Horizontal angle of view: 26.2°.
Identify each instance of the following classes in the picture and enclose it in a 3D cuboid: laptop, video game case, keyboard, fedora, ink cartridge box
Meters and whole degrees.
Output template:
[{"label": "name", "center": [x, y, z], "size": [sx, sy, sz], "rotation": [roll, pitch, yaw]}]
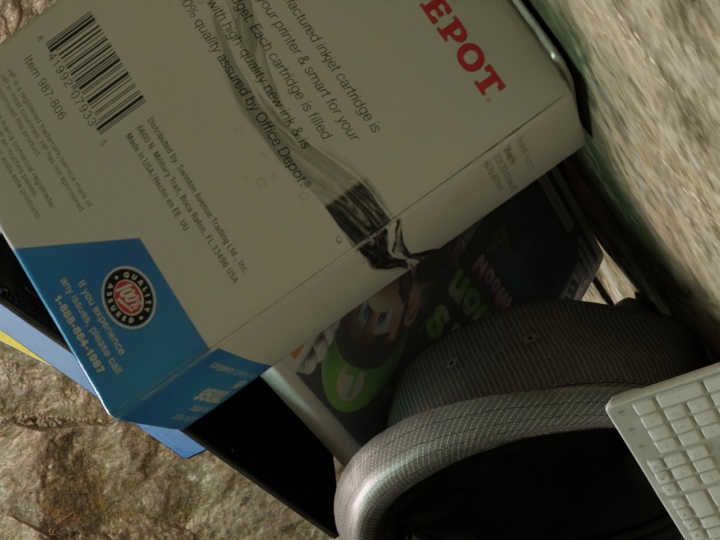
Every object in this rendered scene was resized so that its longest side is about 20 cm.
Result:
[{"label": "laptop", "center": [-0.119, 0.055, 0.735], "size": [0.187, 0.116, 0.200], "rotation": [38, -163, -20]}, {"label": "video game case", "center": [0.038, 0.010, 0.715], "size": [0.023, 0.183, 0.200], "rotation": [18, 157, 36]}, {"label": "keyboard", "center": [0.152, 0.095, 0.597], "size": [0.200, 0.056, 0.011], "rotation": [53, -151, -44]}, {"label": "fedora", "center": [0.087, 0.073, 0.653], "size": [0.177, 0.199, 0.091], "rotation": [46, -146, -40]}, {"label": "ink cartridge box", "center": [-0.035, -0.056, 0.581], "size": [0.145, 0.199, 0.084], "rotation": [57, -175, 15]}]

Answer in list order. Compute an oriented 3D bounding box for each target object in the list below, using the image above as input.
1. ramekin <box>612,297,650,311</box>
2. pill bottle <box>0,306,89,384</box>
[{"label": "ramekin", "center": [0.157, 0.121, 0.793], "size": [0.203, 0.094, 0.202], "rotation": [56, -177, -5]}, {"label": "pill bottle", "center": [-0.135, 0.011, 0.869], "size": [0.199, 0.110, 0.109], "rotation": [28, -172, -9]}]
